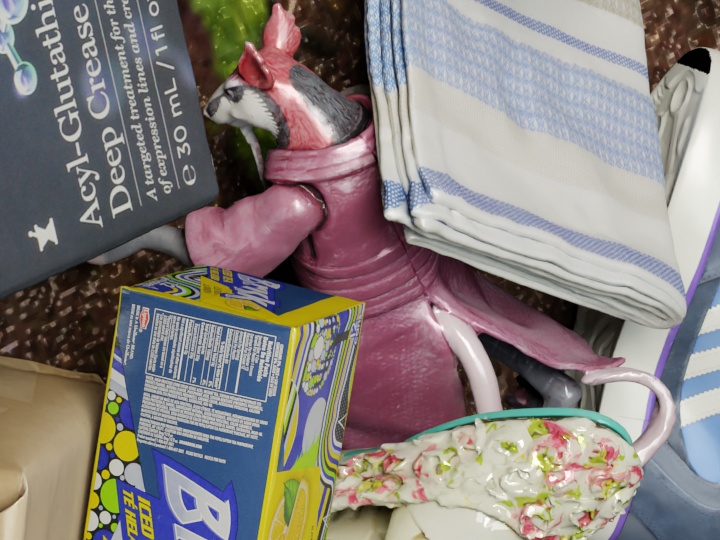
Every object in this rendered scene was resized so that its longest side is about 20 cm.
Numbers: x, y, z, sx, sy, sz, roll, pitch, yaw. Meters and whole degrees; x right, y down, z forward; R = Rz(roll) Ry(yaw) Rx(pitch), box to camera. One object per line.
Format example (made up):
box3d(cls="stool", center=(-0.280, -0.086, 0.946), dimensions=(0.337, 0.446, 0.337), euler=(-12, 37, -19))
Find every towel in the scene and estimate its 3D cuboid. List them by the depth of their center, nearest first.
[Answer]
box3d(cls="towel", center=(0.057, -0.084, 0.999), dimensions=(0.146, 0.024, 0.201), euler=(20, 55, -40))

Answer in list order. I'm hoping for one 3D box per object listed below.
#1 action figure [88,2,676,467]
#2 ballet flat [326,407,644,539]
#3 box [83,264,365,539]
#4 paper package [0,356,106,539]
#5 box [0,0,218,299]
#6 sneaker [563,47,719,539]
box3d(cls="action figure", center=(0.000, 0.000, 0.986), dimensions=(0.134, 0.149, 0.201), euler=(-41, 132, -19))
box3d(cls="ballet flat", center=(0.008, 0.095, 0.981), dimensions=(0.076, 0.199, 0.064), euler=(45, 48, -36))
box3d(cls="box", center=(-0.053, 0.104, 0.937), dimensions=(0.064, 0.070, 0.202), euler=(13, 101, 18))
box3d(cls="paper package", center=(-0.149, 0.129, 0.894), dimensions=(0.103, 0.200, 0.192), euler=(9, 95, 2))
box3d(cls="box", center=(-0.155, -0.063, 0.852), dimensions=(0.200, 0.107, 0.150), euler=(-28, 111, -47))
box3d(cls="sneaker", center=(0.162, 0.026, 1.093), dimensions=(0.145, 0.081, 0.202), euler=(13, 98, -15))
